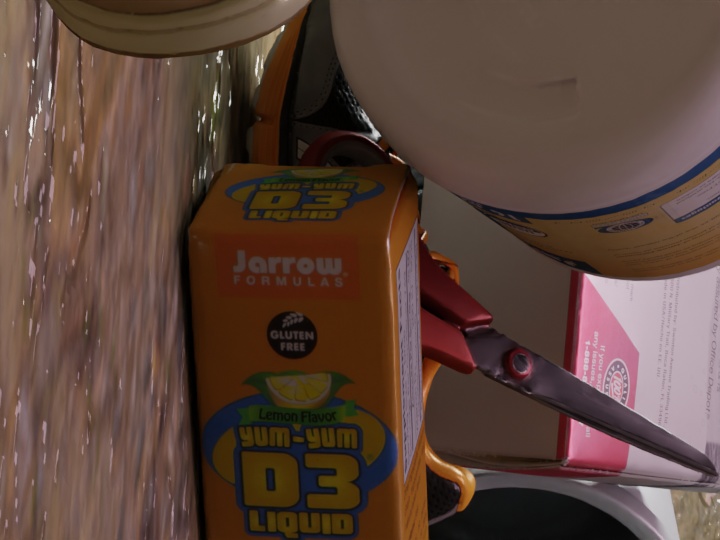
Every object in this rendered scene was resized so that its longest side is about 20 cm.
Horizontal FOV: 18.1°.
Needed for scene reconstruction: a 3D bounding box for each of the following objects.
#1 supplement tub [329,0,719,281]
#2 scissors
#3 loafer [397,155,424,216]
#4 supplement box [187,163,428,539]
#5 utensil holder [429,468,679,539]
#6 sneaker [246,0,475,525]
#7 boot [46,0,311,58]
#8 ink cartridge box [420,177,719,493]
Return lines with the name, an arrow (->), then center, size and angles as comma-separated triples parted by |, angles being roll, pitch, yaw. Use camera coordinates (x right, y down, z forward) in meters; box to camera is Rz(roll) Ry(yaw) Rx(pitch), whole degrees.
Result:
supplement tub -> 0.085, -0.075, 0.750 | 0.200, 0.144, 0.145 | 27, 62, -69
scissors -> 0.039, 0.032, 0.770 | 0.014, 0.200, 0.073 | -25, -153, 55
loafer -> -0.005, 0.004, 0.931 | 0.072, 0.063, 0.201 | -2, 88, -53
supplement box -> -0.014, 0.070, 0.710 | 0.069, 0.066, 0.201 | -64, 153, -69
utensil holder -> 0.075, 0.123, 1.120 | 0.200, 0.169, 0.171 | -83, 171, -64
sneaker -> 0.000, 0.000, 0.802 | 0.078, 0.077, 0.201 | 18, 70, -82
boot -> -0.043, -0.154, 0.391 | 0.155, 0.072, 0.201 | 82, 5, -59
ink cartridge box -> 0.111, 0.017, 0.948 | 0.200, 0.082, 0.147 | 13, 80, -52
